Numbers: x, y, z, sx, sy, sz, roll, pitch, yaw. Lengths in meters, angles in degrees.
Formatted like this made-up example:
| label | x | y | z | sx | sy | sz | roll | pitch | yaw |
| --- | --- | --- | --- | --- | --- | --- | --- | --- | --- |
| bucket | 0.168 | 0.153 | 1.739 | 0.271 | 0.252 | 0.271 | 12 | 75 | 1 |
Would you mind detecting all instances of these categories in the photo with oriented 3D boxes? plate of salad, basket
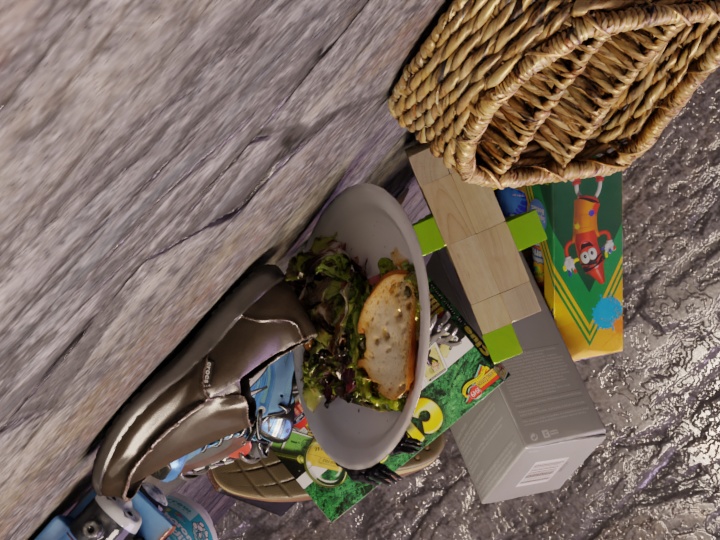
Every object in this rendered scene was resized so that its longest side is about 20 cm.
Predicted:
| label | x | y | z | sx | sy | sz | roll | pitch | yaw |
| --- | --- | --- | --- | --- | --- | --- | --- | --- | --- |
| plate of salad | -0.011 | 0.039 | 1.406 | 0.048 | 0.201 | 0.200 | 2 | 146 | -29 |
| basket | 0.124 | -0.124 | 1.252 | 0.143 | 0.149 | 0.200 | -45 | 176 | -36 |

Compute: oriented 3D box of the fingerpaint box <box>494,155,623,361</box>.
| label | x | y | z | sx | sy | sz | roll | pitch | yaw |
| --- | --- | --- | --- | --- | --- | --- | --- | --- | --- |
| fingerpaint box | 0.151 | -0.028 | 1.763 | 0.073 | 0.168 | 0.200 | -9 | -161 | -21 |

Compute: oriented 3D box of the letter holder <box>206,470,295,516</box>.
| label | x | y | z | sx | sy | sz | roll | pitch | yaw |
| --- | --- | --- | --- | --- | --- | --- | --- | --- | --- |
| letter holder | -0.060 | 0.094 | 1.799 | 0.200 | 0.142 | 0.100 | -43 | 143 | 13 |

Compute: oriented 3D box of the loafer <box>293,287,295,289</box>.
| label | x | y | z | sx | sy | sz | roll | pitch | yaw |
| --- | --- | --- | --- | --- | --- | --- | --- | --- | --- |
| loafer | 0.000 | 0.000 | 1.676 | 0.068 | 0.076 | 0.200 | -58 | 173 | 19 |

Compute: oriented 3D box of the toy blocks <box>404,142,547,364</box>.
| label | x | y | z | sx | sy | sz | roll | pitch | yaw |
| --- | --- | --- | --- | --- | --- | --- | --- | --- | --- |
| toy blocks | 0.088 | -0.038 | 1.610 | 0.100 | 0.201 | 0.137 | -23 | -172 | 2 |

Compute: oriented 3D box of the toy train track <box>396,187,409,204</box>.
| label | x | y | z | sx | sy | sz | roll | pitch | yaw |
| --- | --- | --- | --- | --- | --- | --- | --- | --- | --- |
| toy train track | 0.018 | -0.030 | 1.820 | 0.115 | 0.033 | 0.200 | -47 | 175 | -9 |

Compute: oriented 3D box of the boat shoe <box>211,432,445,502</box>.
| label | x | y | z | sx | sy | sz | roll | pitch | yaw |
| --- | --- | --- | --- | --- | --- | --- | --- | --- | --- |
| boat shoe | -0.028 | 0.164 | 1.714 | 0.199 | 0.072 | 0.068 | -8 | 157 | -8 |

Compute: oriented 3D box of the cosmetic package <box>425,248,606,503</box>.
| label | x | y | z | sx | sy | sz | roll | pitch | yaw |
| --- | --- | --- | --- | --- | --- | --- | --- | --- | --- |
| cosmetic package | 0.116 | 0.082 | 1.689 | 0.090 | 0.201 | 0.107 | -7 | 152 | -24 |

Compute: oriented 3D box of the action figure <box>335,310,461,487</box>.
| label | x | y | z | sx | sy | sz | roll | pitch | yaw |
| --- | --- | --- | --- | --- | --- | --- | --- | --- | --- |
| action figure | 0.019 | 0.056 | 1.542 | 0.119 | 0.102 | 0.201 | -35 | 126 | -53 |

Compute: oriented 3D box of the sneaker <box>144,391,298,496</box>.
| label | x | y | z | sx | sy | sz | roll | pitch | yaw |
| --- | --- | --- | --- | --- | --- | --- | --- | --- | --- |
| sneaker | -0.119 | 0.138 | 1.629 | 0.200 | 0.082 | 0.077 | -50 | 175 | 21 |

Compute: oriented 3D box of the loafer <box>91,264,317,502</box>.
| label | x | y | z | sx | sy | sz | roll | pitch | yaw |
| --- | --- | --- | --- | --- | --- | --- | --- | --- | --- |
| loafer | -0.106 | 0.089 | 1.377 | 0.200 | 0.071 | 0.073 | -49 | 175 | 4 |

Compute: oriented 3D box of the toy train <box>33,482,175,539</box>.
| label | x | y | z | sx | sy | sz | roll | pitch | yaw |
| --- | --- | --- | --- | --- | --- | --- | --- | --- | --- |
| toy train | -0.222 | 0.238 | 1.500 | 0.200 | 0.087 | 0.114 | -48 | 170 | 1 |

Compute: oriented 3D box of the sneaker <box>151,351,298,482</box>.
| label | x | y | z | sx | sy | sz | roll | pitch | yaw |
| --- | --- | --- | --- | --- | --- | --- | --- | --- | --- |
| sneaker | -0.089 | 0.097 | 1.501 | 0.200 | 0.090 | 0.078 | -44 | 175 | -47 |

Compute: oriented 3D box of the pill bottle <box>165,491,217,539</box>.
| label | x | y | z | sx | sy | sz | roll | pitch | yaw |
| --- | --- | --- | --- | --- | --- | --- | --- | --- | --- |
| pill bottle | -0.196 | 0.267 | 1.834 | 0.111 | 0.111 | 0.200 | -49 | 176 | 16 |

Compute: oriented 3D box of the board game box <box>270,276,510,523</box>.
| label | x | y | z | sx | sy | sz | roll | pitch | yaw |
| --- | --- | --- | --- | --- | --- | --- | --- | --- | --- |
| board game box | 0.015 | 0.106 | 1.624 | 0.200 | 0.105 | 0.023 | -42 | 179 | 22 |
